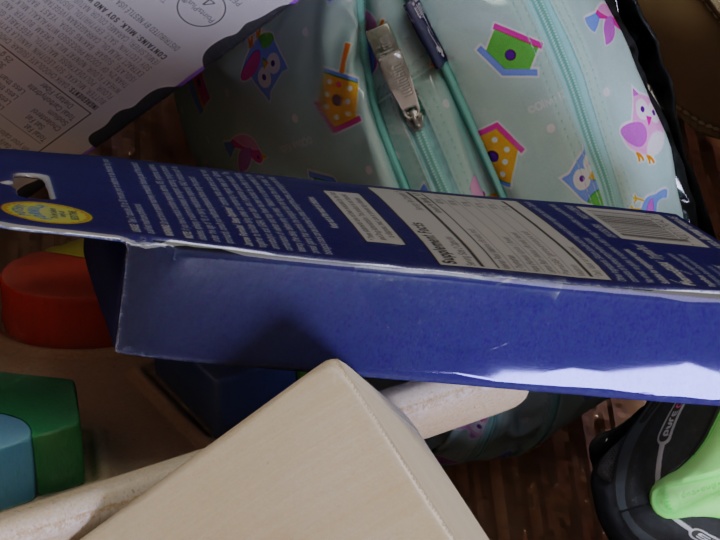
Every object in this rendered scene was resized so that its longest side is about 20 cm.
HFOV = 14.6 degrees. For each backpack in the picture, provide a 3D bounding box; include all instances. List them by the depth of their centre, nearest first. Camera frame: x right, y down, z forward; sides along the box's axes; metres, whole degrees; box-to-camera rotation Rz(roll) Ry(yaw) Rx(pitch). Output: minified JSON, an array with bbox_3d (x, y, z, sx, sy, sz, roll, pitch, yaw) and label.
[{"bbox_3d":[0.022,-0.043,0.851,0.126,0.167,0.201,-24,94,-20],"label":"backpack"}]

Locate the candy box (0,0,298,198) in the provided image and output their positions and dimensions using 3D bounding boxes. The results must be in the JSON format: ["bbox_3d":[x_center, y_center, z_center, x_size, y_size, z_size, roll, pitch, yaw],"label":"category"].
[{"bbox_3d":[-0.110,-0.099,0.811,0.071,0.200,0.168,37,34,-33],"label":"candy box"}]

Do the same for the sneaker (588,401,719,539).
[{"bbox_3d":[0.112,0.048,0.834,0.200,0.083,0.077,3,69,-72],"label":"sneaker"}]

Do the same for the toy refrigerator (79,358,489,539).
[{"bbox_3d":[-0.057,0.115,0.656,0.200,0.070,0.076,-37,66,5],"label":"toy refrigerator"}]

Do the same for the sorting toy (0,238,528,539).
[{"bbox_3d":[-0.084,0.029,0.745,0.185,0.037,0.200,-16,18,-35],"label":"sorting toy"}]

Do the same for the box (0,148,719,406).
[{"bbox_3d":[0.000,0.000,0.710,0.199,0.033,0.121,7,10,-10],"label":"box"}]

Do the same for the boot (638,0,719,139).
[{"bbox_3d":[0.048,-0.105,0.989,0.154,0.072,0.200,-17,55,-35],"label":"boot"}]
